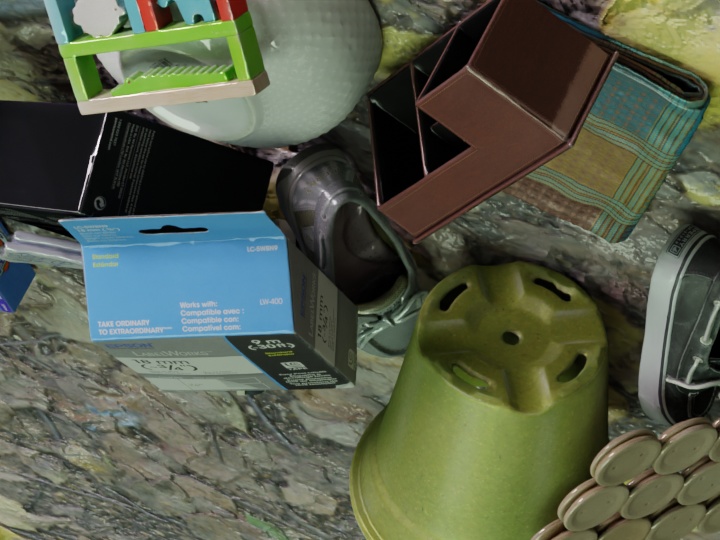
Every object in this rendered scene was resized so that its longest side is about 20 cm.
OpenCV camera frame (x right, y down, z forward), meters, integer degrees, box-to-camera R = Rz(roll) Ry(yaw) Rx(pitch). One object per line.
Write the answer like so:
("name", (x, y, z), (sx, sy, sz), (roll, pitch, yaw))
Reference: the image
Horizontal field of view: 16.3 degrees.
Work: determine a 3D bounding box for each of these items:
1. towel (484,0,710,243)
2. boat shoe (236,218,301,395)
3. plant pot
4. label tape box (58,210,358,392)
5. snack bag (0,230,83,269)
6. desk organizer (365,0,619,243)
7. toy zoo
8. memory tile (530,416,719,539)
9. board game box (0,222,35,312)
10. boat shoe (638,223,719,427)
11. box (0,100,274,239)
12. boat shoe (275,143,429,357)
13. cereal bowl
("towel", (0.125, -0.090, 1.558), (0.147, 0.022, 0.200), (25, 153, 2))
("boat shoe", (-0.051, 0.031, 1.852), (0.062, 0.075, 0.200), (7, 140, -10))
("plant pot", (0.098, 0.099, 1.754), (0.200, 0.200, 0.184), (19, 141, 11))
("label tape box", (-0.098, 0.025, 1.650), (0.144, 0.063, 0.200), (-2, 162, 17))
("snack bag", (-0.168, -0.003, 1.813), (0.188, 0.021, 0.200), (10, 178, -11))
("desk organizer", (0.062, -0.092, 1.510), (0.077, 0.072, 0.200), (35, 152, -13))
("toy zoo", (-0.138, -0.193, 1.490), (0.131, 0.020, 0.200), (-4, 112, 30))
("memory tile", (0.215, 0.145, 1.722), (0.017, 0.200, 0.153), (58, 140, 30))
("board game box", (-0.380, -0.040, 2.028), (0.200, 0.045, 0.152), (10, 149, 28))
("boat shoe", (0.231, 0.049, 1.656), (0.068, 0.074, 0.199), (29, 146, 24))
("box", (-0.177, -0.061, 1.707), (0.141, 0.079, 0.200), (21, 172, -38))
("boat shoe", (0.001, -0.001, 1.739), (0.065, 0.074, 0.202), (51, 168, 44))
("cereal bowl", (-0.092, -0.141, 1.579), (0.200, 0.083, 0.200), (20, 153, 10))
